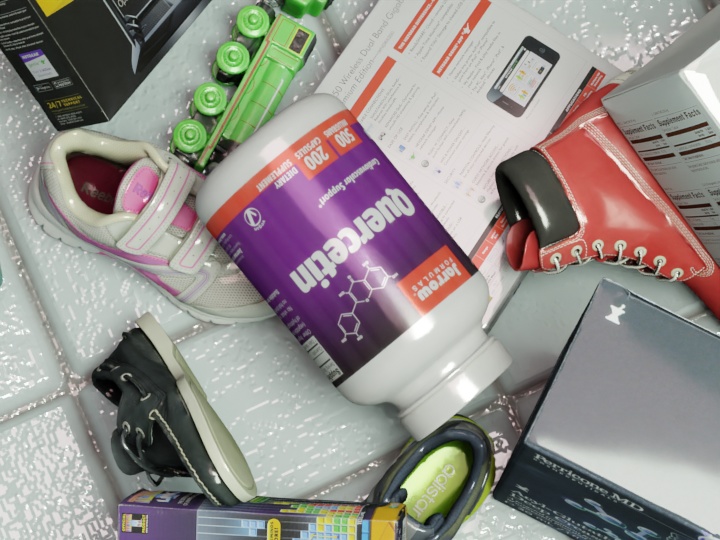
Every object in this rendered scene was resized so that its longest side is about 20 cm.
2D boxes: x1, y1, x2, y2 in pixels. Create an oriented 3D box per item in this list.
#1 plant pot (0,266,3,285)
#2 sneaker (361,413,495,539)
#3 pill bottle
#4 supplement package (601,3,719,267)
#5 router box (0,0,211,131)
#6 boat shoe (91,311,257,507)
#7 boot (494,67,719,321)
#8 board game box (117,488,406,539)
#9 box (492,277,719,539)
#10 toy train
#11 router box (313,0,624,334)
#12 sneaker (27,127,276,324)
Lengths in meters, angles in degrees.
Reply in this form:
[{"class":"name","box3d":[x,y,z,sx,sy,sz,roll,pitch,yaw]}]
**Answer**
[{"class":"plant pot","box3d":[-0.325,0.021,1.122,0.200,0.141,0.141,-41,79,-18]},{"class":"sneaker","box3d":[0.014,0.168,1.114,0.074,0.081,0.201,31,78,8]},{"class":"pill bottle","box3d":[0.000,0.000,1.100,0.112,0.112,0.200,-39,88,-11]},{"class":"supplement package","box3d":[0.286,-0.083,1.070,0.191,0.147,0.201,-38,96,-9]},{"class":"router box","box3d":[-0.163,-0.211,1.151,0.158,0.052,0.200,58,46,-28]},{"class":"boat shoe","box3d":[-0.119,0.093,1.094,0.066,0.075,0.199,-34,36,-4]},{"class":"boot","box3d":[0.171,-0.006,1.149,0.144,0.072,0.201,-36,96,-19]},{"class":"board game box","box3d":[-0.058,0.233,1.066,0.164,0.057,0.202,1,94,7]},{"class":"box","box3d":[0.172,0.105,1.074,0.148,0.200,0.108,26,75,7]},{"class":"toy train","box3d":[-0.064,-0.145,1.224,0.056,0.042,0.201,28,75,-4]},{"class":"router box","box3d":[0.058,-0.083,1.202,0.179,0.049,0.201,33,76,8]},{"class":"sneaker","box3d":[-0.124,-0.029,1.163,0.199,0.088,0.082,21,75,4]}]
